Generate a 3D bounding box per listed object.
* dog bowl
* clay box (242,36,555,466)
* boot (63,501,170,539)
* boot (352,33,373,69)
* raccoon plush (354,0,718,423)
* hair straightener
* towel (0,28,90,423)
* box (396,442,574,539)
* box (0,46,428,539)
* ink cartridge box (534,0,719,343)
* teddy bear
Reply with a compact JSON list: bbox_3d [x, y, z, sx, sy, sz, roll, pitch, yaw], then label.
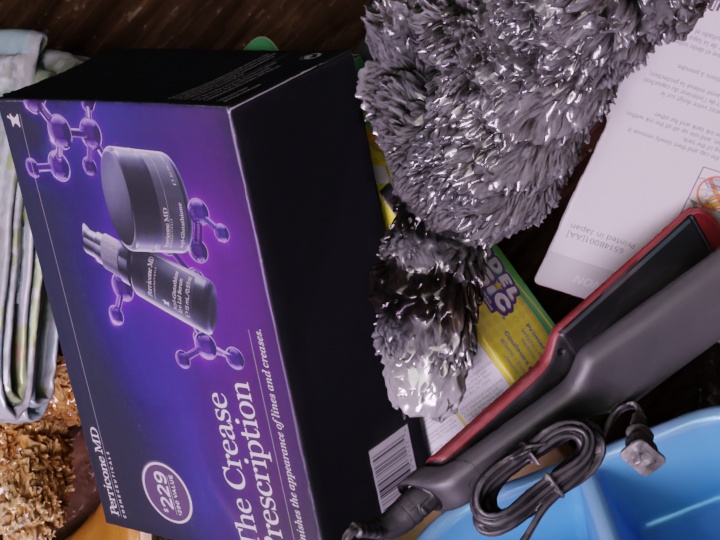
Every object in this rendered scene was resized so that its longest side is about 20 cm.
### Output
[{"bbox_3d":[0.102,0.118,0.683,0.198,0.112,0.050,-21,140,6],"label":"dog bowl"},{"bbox_3d":[0.000,0.000,0.778,0.201,0.047,0.115,55,135,5],"label":"clay box"},{"bbox_3d":[-0.159,0.159,0.881,0.142,0.071,0.204,4,109,9],"label":"boot"},{"bbox_3d":[0.110,-0.112,0.748,0.165,0.066,0.200,44,108,11],"label":"boot"},{"bbox_3d":[0.069,-0.043,0.657,0.096,0.134,0.203,-5,93,-24],"label":"raccoon plush"},{"bbox_3d":[0.079,0.053,0.677,0.199,0.077,0.041,-35,120,-9],"label":"hair straightener"},{"bbox_3d":[-0.210,-0.024,0.828,0.198,0.048,0.173,5,85,35],"label":"towel"},{"bbox_3d":[0.063,0.160,0.844,0.163,0.021,0.200,-43,87,19],"label":"box"},{"bbox_3d":[-0.059,0.014,0.751,0.140,0.079,0.202,7,117,42],"label":"box"},{"bbox_3d":[0.190,-0.044,0.721,0.198,0.045,0.177,18,127,-5],"label":"ink cartridge box"},{"bbox_3d":[-0.189,0.080,0.859,0.199,0.146,0.067,-33,135,25],"label":"teddy bear"}]
